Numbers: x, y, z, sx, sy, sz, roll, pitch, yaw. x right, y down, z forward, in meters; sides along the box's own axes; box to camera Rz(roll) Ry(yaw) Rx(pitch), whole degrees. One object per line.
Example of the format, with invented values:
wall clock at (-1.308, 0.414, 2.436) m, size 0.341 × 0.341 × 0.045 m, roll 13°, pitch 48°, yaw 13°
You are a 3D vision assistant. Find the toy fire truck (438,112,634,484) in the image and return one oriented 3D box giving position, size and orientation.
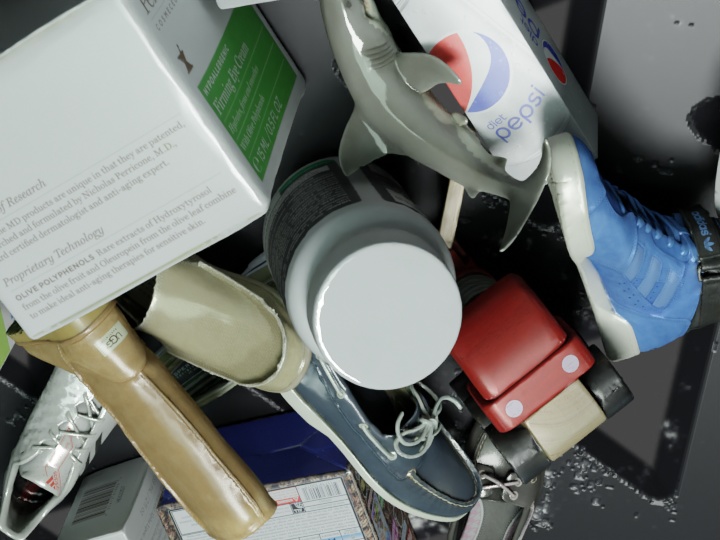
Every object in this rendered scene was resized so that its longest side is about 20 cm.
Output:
toy fire truck at (0.091, 0.014, 1.208) m, size 0.128 × 0.176 × 0.201 m, roll -37°, pitch 106°, yaw 1°

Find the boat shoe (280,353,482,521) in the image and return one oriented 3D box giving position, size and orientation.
boat shoe at (0.023, 0.108, 1.287) m, size 0.200 × 0.075 × 0.062 m, roll 45°, pitch 134°, yaw -15°

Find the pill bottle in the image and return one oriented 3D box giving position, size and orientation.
pill bottle at (0.000, 0.000, 1.168) m, size 0.112 × 0.200 × 0.114 m, roll -3°, pitch 107°, yaw -9°

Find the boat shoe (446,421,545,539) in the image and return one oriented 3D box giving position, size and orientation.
boat shoe at (0.102, 0.193, 1.370) m, size 0.066 × 0.057 × 0.202 m, roll 12°, pitch 121°, yaw 1°

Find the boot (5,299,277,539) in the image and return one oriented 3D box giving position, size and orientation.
boot at (-0.160, 0.101, 1.268) m, size 0.066 × 0.175 × 0.201 m, roll -42°, pitch 107°, yaw -14°

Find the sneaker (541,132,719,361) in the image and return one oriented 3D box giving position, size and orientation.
sneaker at (0.191, -0.027, 1.164) m, size 0.110 × 0.077 × 0.201 m, roll -19°, pitch 131°, yaw 8°

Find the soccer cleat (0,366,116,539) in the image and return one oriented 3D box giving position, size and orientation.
soccer cleat at (-0.226, 0.125, 1.362) m, size 0.068 × 0.085 × 0.201 m, roll 29°, pitch 120°, yaw -9°

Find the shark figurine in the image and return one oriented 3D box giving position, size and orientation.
shark figurine at (0.034, -0.082, 1.147) m, size 0.089 × 0.128 × 0.215 m, roll -40°, pitch 73°, yaw -12°

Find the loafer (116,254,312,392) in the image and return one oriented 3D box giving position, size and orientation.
loafer at (-0.123, 0.027, 1.252) m, size 0.199 × 0.068 × 0.076 m, roll 29°, pitch 109°, yaw 25°

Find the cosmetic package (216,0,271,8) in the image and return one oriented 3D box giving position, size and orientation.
cosmetic package at (-0.024, -0.280, 1.036) m, size 0.198 × 0.123 × 0.201 m, roll 0°, pitch 126°, yaw 42°

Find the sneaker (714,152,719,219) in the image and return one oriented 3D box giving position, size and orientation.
sneaker at (0.305, -0.099, 1.141) m, size 0.115 × 0.073 × 0.202 m, roll 28°, pitch 124°, yaw 25°

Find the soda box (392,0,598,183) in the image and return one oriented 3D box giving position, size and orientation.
soda box at (0.083, -0.152, 1.167) m, size 0.063 × 0.068 × 0.201 m, roll -26°, pitch 114°, yaw 21°

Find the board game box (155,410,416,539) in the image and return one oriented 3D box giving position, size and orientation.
board game box at (-0.045, 0.221, 1.384) m, size 0.158 × 0.097 × 0.202 m, roll -12°, pitch 118°, yaw 15°

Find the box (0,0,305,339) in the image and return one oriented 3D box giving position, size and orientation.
box at (-0.167, -0.106, 1.154) m, size 0.199 × 0.200 × 0.172 m, roll -28°, pitch 112°, yaw 20°

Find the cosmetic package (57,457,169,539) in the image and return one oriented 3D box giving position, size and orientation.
cosmetic package at (-0.163, 0.263, 1.424) m, size 0.073 × 0.102 × 0.201 m, roll -18°, pitch 117°, yaw 19°

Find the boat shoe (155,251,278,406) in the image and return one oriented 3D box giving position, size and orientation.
boat shoe at (-0.086, 0.051, 1.312) m, size 0.072 × 0.062 × 0.200 m, roll 43°, pitch 116°, yaw -16°

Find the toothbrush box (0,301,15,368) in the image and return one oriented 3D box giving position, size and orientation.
toothbrush box at (-0.344, 0.058, 1.273) m, size 0.144 × 0.201 × 0.087 m, roll -3°, pitch 121°, yaw 9°
